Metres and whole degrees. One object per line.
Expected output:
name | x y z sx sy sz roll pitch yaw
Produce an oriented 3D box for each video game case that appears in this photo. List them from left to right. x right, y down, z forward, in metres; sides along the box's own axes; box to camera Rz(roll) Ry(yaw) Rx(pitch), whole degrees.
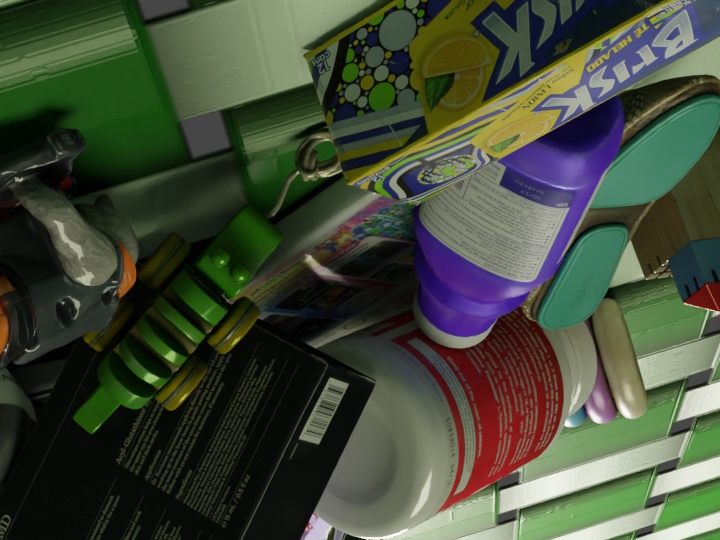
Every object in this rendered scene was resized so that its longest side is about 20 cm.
video game case | 0.000 0.000 1.117 0.200 0.024 0.181 -33 155 36

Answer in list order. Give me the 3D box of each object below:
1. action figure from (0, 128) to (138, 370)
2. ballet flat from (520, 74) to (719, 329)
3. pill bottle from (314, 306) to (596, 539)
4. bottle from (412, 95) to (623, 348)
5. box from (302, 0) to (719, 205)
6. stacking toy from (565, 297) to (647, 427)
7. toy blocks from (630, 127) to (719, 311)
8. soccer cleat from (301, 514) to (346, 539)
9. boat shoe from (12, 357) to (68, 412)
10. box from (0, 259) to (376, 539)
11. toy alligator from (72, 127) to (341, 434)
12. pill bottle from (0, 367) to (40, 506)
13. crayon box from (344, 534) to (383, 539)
action figure | -0.181 0.030 0.902 0.193 0.105 0.200 -38 179 -36
ballet flat | 0.127 -0.050 1.026 0.070 0.066 0.200 -2 143 -29
pill bottle | 0.052 0.074 1.119 0.112 0.113 0.199 -35 170 39
bottle | 0.070 -0.030 0.983 0.065 0.083 0.200 -54 170 -33
box | 0.077 -0.106 0.843 0.199 0.070 0.064 -29 159 27
stacking toy | 0.095 0.086 1.340 0.199 0.086 0.085 -17 160 9
toy blocks | 0.232 -0.019 1.095 0.199 0.138 0.100 -6 157 -28
soccer cleat | -0.019 0.127 1.222 0.200 0.068 0.073 -54 172 -3
boat shoe | -0.104 0.083 1.129 0.198 0.069 0.074 2 173 -17
box | -0.102 0.113 1.014 0.201 0.141 0.079 -63 157 0
toy alligator | -0.075 0.008 0.943 0.200 0.059 0.054 -47 -172 8
pill bottle | -0.221 0.110 1.072 0.106 0.107 0.200 -18 148 1
crayon box | -0.021 0.163 1.364 0.051 0.126 0.200 -17 159 1
